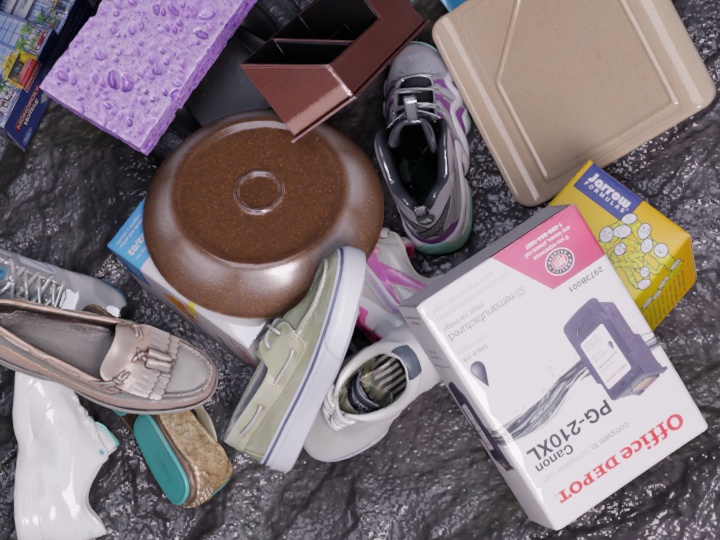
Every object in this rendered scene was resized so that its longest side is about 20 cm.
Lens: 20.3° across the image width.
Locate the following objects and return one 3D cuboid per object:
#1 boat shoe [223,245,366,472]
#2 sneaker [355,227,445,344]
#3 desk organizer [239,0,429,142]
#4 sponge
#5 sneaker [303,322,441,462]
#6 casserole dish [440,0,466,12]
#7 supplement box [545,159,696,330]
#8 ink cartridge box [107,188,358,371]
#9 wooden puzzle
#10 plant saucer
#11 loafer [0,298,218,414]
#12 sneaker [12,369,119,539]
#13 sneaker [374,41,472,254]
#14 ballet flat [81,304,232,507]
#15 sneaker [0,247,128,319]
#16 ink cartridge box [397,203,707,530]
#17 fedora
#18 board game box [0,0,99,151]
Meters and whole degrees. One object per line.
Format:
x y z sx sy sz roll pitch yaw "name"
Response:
-0.051 0.069 1.577 0.062 0.072 0.200 19 110 -9 "boat shoe"
0.000 0.000 1.696 0.200 0.081 0.088 35 80 13 "sneaker"
-0.020 -0.189 1.678 0.072 0.200 0.077 -33 100 30 "desk organizer"
-0.173 -0.207 1.725 0.111 0.030 0.200 31 81 17 "sponge"
-0.002 0.098 1.603 0.071 0.200 0.073 -22 73 -44 "sneaker"
0.146 -0.240 1.741 0.200 0.039 0.121 50 123 21 "casserole dish"
0.166 0.031 1.626 0.109 0.110 0.200 39 82 21 "supplement box"
-0.105 0.026 1.684 0.200 0.115 0.068 34 80 21 "ink cartridge box"
0.178 -0.177 1.685 0.200 0.037 0.185 -31 82 30 "wooden puzzle"
-0.081 -0.057 1.637 0.200 0.037 0.201 -2 60 3 "plant saucer"
-0.216 0.068 1.641 0.199 0.063 0.072 13 68 4 "loafer"
-0.250 0.133 1.705 0.088 0.075 0.201 -2 84 -4 "sneaker"
0.050 -0.126 1.689 0.078 0.140 0.201 -14 67 8 "sneaker"
-0.172 0.110 1.702 0.065 0.071 0.200 -17 68 -40 "ballet flat"
-0.300 0.017 1.747 0.199 0.087 0.075 11 71 14 "sneaker"
0.144 0.072 1.506 0.145 0.084 0.200 -33 95 -8 "ink cartridge box"
-0.122 -0.167 1.770 0.200 0.092 0.201 -3 73 9 "fedora"
-0.361 -0.237 1.864 0.199 0.062 0.200 19 76 17 "board game box"
